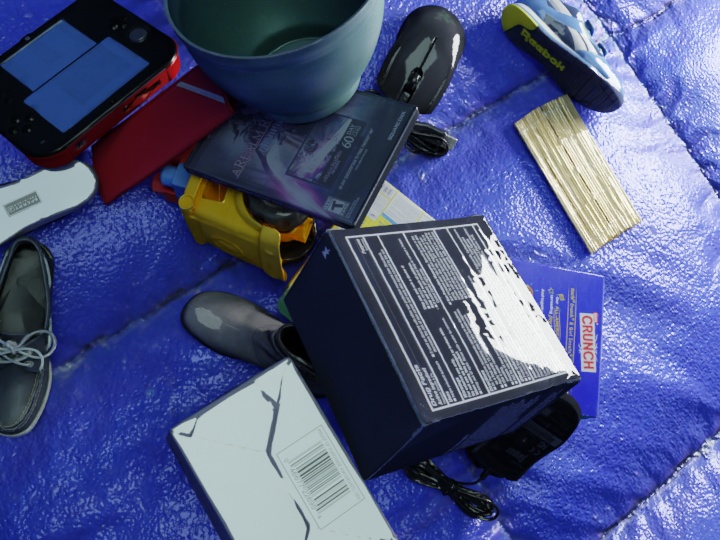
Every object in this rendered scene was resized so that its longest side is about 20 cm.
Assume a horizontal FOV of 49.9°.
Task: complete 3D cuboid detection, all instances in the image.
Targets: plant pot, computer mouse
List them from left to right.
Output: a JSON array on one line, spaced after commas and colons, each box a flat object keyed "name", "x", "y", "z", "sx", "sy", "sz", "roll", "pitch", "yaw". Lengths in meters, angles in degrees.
[{"name": "plant pot", "x": -0.067, "y": -0.227, "z": 0.735, "sx": 0.199, "sy": 0.134, "sz": 0.201, "roll": -5, "pitch": 59, "yaw": 8}, {"name": "computer mouse", "x": 0.081, "y": -0.252, "z": 0.965, "sx": 0.138, "sy": 0.053, "sz": 0.201, "roll": 23, "pitch": 74, "yaw": -8}, {"name": "computer mouse", "x": 0.136, "y": 0.177, "z": 0.848, "sx": 0.140, "sy": 0.046, "sz": 0.200, "roll": 29, "pitch": 117, "yaw": -7}]

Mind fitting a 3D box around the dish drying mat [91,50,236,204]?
[{"name": "dish drying mat", "x": -0.211, "y": -0.147, "z": 0.810, "sx": 0.199, "sy": 0.018, "sz": 0.077, "roll": -27, "pitch": 72, "yaw": 26}]

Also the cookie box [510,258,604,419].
[{"name": "cookie box", "x": 0.177, "y": 0.079, "z": 0.906, "sx": 0.199, "sy": 0.075, "sz": 0.172, "roll": 10, "pitch": 76, "yaw": -12}]

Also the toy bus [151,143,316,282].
[{"name": "toy bus", "x": -0.125, "y": -0.113, "z": 0.853, "sx": 0.191, "sy": 0.136, "sz": 0.201, "roll": 19, "pitch": 71, "yaw": 6}]

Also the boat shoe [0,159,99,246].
[{"name": "boat shoe", "x": -0.369, "y": -0.059, "z": 0.805, "sx": 0.199, "sy": 0.057, "sz": 0.069, "roll": -22, "pitch": 94, "yaw": -17}]

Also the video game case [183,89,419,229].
[{"name": "video game case", "x": -0.060, "y": -0.129, "z": 0.772, "sx": 0.199, "sy": 0.019, "sz": 0.143, "roll": 21, "pitch": 70, "yaw": 20}]

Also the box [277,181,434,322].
[{"name": "box", "x": 0.000, "y": 0.000, "z": 0.893, "sx": 0.117, "sy": 0.048, "sz": 0.200, "roll": 38, "pitch": 69, "yaw": -4}]

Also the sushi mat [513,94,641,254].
[{"name": "sushi mat", "x": 0.284, "y": -0.128, "z": 1.011, "sx": 0.095, "sy": 0.012, "sz": 0.201, "roll": -28, "pitch": 86, "yaw": -17}]

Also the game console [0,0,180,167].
[{"name": "game console", "x": -0.311, "y": -0.212, "z": 0.833, "sx": 0.177, "sy": 0.031, "sz": 0.200, "roll": 37, "pitch": 70, "yaw": 21}]

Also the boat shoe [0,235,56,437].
[{"name": "boat shoe", "x": -0.344, "y": 0.065, "z": 0.781, "sx": 0.074, "sy": 0.062, "sz": 0.201, "roll": 9, "pitch": 76, "yaw": -14}]

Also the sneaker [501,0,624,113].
[{"name": "sneaker", "x": 0.280, "y": -0.294, "z": 1.016, "sx": 0.200, "sy": 0.074, "sz": 0.082, "roll": 45, "pitch": 69, "yaw": -3}]

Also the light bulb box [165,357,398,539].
[{"name": "light bulb box", "x": -0.086, "y": 0.208, "z": 0.744, "sx": 0.124, "sy": 0.200, "sz": 0.199, "roll": -30, "pitch": 86, "yaw": -19}]

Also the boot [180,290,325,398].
[{"name": "boot", "x": -0.090, "y": 0.069, "z": 0.809, "sx": 0.199, "sy": 0.132, "sz": 0.070, "roll": 25, "pitch": 74, "yaw": -8}]

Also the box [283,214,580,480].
[{"name": "box", "x": 0.062, "y": 0.064, "z": 0.737, "sx": 0.197, "sy": 0.123, "sz": 0.201, "roll": -6, "pitch": 58, "yaw": -36}]
